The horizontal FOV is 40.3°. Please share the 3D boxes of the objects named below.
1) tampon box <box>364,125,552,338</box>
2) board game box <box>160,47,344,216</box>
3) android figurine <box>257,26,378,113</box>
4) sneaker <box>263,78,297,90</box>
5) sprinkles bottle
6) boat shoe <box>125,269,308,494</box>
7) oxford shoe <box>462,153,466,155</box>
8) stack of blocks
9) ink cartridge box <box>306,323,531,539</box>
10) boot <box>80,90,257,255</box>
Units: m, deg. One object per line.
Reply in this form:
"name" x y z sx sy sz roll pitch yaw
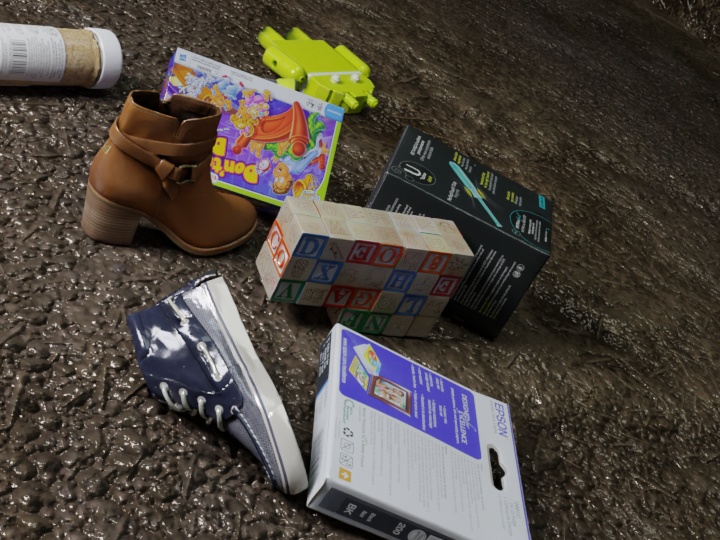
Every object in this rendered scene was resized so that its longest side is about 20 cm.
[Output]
"tampon box" 0.103 -0.047 1.128 0.199 0.127 0.150 27 30 -2
"board game box" -0.127 -0.144 1.083 0.199 0.045 0.136 17 76 -20
"android figurine" -0.058 -0.294 1.439 0.200 0.041 0.181 44 33 25
"sneaker" -0.123 -0.179 1.205 0.080 0.074 0.201 8 32 -8
"sprinkles bottle" -0.362 -0.236 1.074 0.199 0.068 0.068 -9 48 -46
"boat shoe" -0.120 0.104 0.798 0.092 0.075 0.201 -22 67 -14
"oxford shoe" 0.136 -0.107 1.293 0.199 0.073 0.071 30 30 1
"stack of blocks" 0.000 0.000 0.986 0.199 0.116 0.059 7 37 -31
"ink cartridge box" 0.051 0.158 0.864 0.199 0.044 0.199 26 31 -15
"boot" -0.165 -0.099 0.954 0.199 0.156 0.077 5 38 -35
